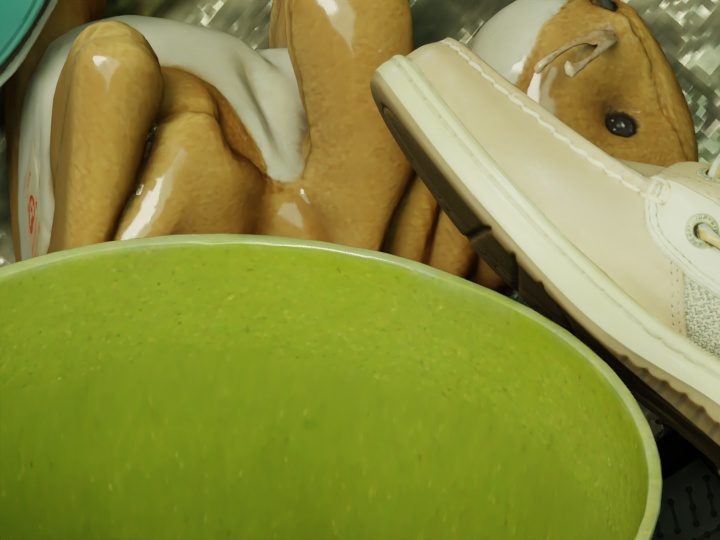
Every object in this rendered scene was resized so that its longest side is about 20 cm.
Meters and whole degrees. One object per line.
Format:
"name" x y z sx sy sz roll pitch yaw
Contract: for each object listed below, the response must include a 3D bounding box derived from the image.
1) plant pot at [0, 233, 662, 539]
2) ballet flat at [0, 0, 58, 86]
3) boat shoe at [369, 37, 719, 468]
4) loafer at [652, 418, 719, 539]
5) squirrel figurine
"plant pot" -0.032 0.123 0.675 0.187 0.187 0.200 1 120 -5
"ballet flat" -0.123 -0.064 0.758 0.069 0.069 0.200 25 130 -4
"boat shoe" 0.089 0.005 0.694 0.200 0.072 0.065 41 87 7
"loafer" 0.118 0.054 0.748 0.200 0.071 0.073 -43 67 20
"squirrel figurine" 0.000 0.000 0.795 0.186 0.142 0.200 0 103 -15
